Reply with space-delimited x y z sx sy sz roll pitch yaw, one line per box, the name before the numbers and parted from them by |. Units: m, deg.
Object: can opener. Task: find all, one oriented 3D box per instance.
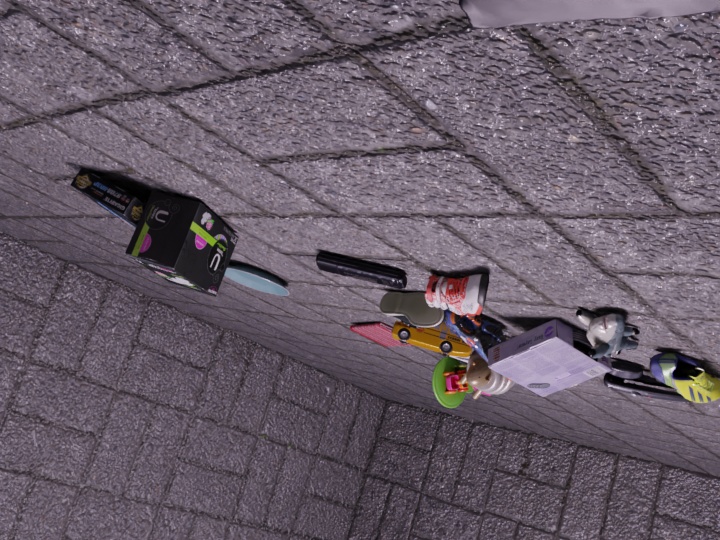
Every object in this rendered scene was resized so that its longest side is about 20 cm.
can opener | 0.634 0.253 1.730 0.197 0.064 0.079 16 166 11

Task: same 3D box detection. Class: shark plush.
shark plush | 0.476 0.129 1.450 0.083 0.092 0.199 -27 137 28

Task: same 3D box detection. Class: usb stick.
usb stick | 0.000 0.000 1.628 0.198 0.033 0.056 14 159 19

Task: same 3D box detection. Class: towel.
towel | 0.068 0.186 2.308 0.143 0.023 0.199 26 163 -22

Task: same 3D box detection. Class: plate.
plate | -0.280 0.021 2.100 0.198 0.026 0.200 17 167 4

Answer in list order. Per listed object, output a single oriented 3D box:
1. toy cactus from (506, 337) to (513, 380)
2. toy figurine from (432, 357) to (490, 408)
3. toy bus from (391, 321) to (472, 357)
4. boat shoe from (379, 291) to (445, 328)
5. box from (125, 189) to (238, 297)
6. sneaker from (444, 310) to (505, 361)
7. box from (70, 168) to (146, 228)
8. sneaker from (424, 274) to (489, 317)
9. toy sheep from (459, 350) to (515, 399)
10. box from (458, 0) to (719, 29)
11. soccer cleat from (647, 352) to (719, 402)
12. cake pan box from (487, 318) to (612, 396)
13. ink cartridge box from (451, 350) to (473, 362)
toy cactus | 0.415 0.209 1.819 0.198 0.104 0.164 -5 165 39
toy figurine | 0.342 0.322 2.307 0.198 0.152 0.183 0 171 -41
toy bus | 0.178 0.157 1.919 0.197 0.079 0.065 16 168 9
boat shoe | 0.127 0.092 1.737 0.066 0.075 0.198 25 166 -38
box | -0.367 -0.053 1.644 0.123 0.150 0.200 15 167 19
sneaker | 0.253 0.134 1.751 0.200 0.076 0.078 45 165 -31
box | -0.493 -0.128 1.666 0.158 0.046 0.200 28 171 22
sneaker | 0.177 0.041 1.480 0.106 0.068 0.201 15 169 3
toy sheep | 0.327 0.242 1.935 0.137 0.140 0.199 6 -165 41
box | 0.073 -0.225 0.257 0.116 0.202 0.196 9 165 36
soccer cleat | 0.656 0.214 1.549 0.198 0.065 0.083 24 159 -24
cake pan box | 0.397 0.186 1.650 0.183 0.053 0.199 26 141 -29
ink cartridge box | 0.316 0.235 2.126 0.198 0.045 0.176 21 165 -9
